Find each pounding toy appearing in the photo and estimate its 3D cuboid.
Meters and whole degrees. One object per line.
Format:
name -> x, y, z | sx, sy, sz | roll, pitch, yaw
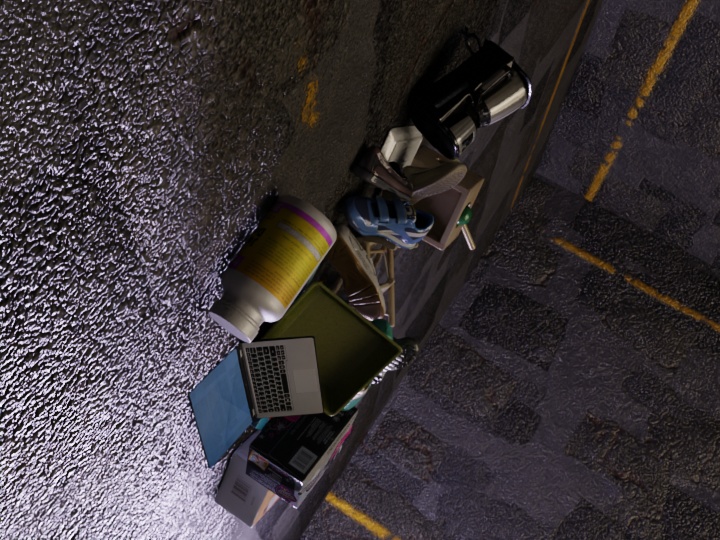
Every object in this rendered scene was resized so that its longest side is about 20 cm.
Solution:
pounding toy -> 0.182, -0.145, 1.713 | 0.142, 0.199, 0.185 | -40, 156, -56

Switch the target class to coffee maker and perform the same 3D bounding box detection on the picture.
coffee maker -> 0.194, -0.335, 1.483 | 0.199, 0.192, 0.135 | -36, 140, -10

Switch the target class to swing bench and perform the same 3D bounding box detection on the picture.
swing bench -> 0.017, 0.015, 1.600 | 0.199, 0.129, 0.201 | -6, 112, -73

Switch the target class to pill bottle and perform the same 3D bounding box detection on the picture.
pill bottle -> -0.127, -0.001, 1.091 | 0.201, 0.104, 0.104 | -56, 166, -18

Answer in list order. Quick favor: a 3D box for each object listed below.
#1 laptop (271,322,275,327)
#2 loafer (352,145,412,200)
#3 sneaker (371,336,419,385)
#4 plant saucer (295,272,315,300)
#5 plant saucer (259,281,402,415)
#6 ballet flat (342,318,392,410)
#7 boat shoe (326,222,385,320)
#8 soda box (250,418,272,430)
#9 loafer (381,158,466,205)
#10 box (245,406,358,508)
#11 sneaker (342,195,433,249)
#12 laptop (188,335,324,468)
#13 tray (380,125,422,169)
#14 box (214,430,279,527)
laptop -> -0.081, 0.155, 1.467 | 0.199, 0.103, 0.178 | -3, 125, -52
loafer -> 0.055, -0.176, 1.417 | 0.200, 0.072, 0.063 | 13, 105, -63
sneaker -> 0.051, 0.157, 1.531 | 0.200, 0.066, 0.091 | -42, -147, 50
plant saucer -> -0.112, -0.002, 1.289 | 0.200, 0.036, 0.200 | -55, 166, -22
plant saucer -> -0.061, 0.132, 1.368 | 0.200, 0.199, 0.048 | -46, -166, 22
ballet flat -> 0.001, 0.183, 1.430 | 0.201, 0.067, 0.070 | -63, -166, 13
boat shoe -> 0.000, 0.000, 1.446 | 0.201, 0.070, 0.069 | 64, 33, -22
soda box -> -0.191, 0.275, 1.526 | 0.068, 0.064, 0.200 | -57, 167, -10
loafer -> 0.117, -0.179, 1.529 | 0.199, 0.069, 0.075 | -23, 165, 32
box -> -0.113, 0.338, 1.519 | 0.200, 0.132, 0.115 | -48, 161, -40
sneaker -> 0.053, -0.102, 1.435 | 0.199, 0.074, 0.082 | 14, 146, -40
laptop -> -0.167, 0.222, 1.300 | 0.116, 0.198, 0.188 | -94, 180, -52
tray -> 0.078, -0.232, 1.531 | 0.108, 0.022, 0.200 | -64, 166, 21
box -> -0.208, 0.435, 1.710 | 0.200, 0.106, 0.153 | -36, 153, -59
